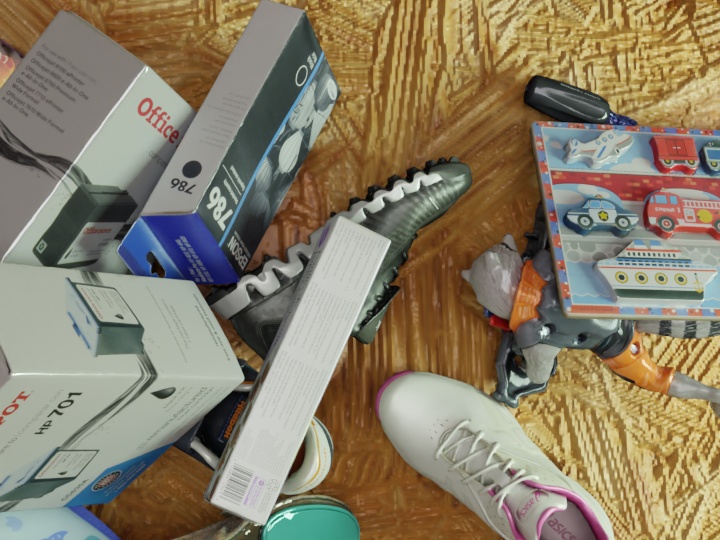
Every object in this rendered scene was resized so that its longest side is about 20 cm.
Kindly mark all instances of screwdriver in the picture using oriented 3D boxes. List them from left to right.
[{"bbox_3d":[0.209,-0.094,1.085,0.200,0.029,0.028,20,87,-3],"label":"screwdriver"}]

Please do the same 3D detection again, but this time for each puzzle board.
[{"bbox_3d":[0.220,-0.035,1.035,0.200,0.017,0.151,1,58,-13],"label":"puzzle board"}]

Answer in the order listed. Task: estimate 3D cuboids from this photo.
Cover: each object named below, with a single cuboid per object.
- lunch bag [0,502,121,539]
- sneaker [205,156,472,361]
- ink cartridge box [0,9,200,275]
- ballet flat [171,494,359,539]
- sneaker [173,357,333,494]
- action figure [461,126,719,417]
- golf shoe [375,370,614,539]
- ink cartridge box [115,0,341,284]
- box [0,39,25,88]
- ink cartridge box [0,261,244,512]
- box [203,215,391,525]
[{"bbox_3d":[-0.221,0.231,0.960,0.200,0.170,0.127,34,128,-1],"label":"lunch bag"},{"bbox_3d":[0.000,0.000,1.049,0.200,0.066,0.091,-32,94,-1],"label":"sneaker"},{"bbox_3d":[-0.190,-0.042,0.982,0.084,0.145,0.200,34,86,25],"label":"ink cartridge box"},{"bbox_3d":[-0.085,0.184,1.010,0.067,0.200,0.068,10,101,39],"label":"ballet flat"},{"bbox_3d":[-0.107,0.085,1.030,0.200,0.079,0.078,26,87,-2],"label":"sneaker"},{"bbox_3d":[0.166,0.002,1.045,0.193,0.105,0.200,8,89,-14],"label":"action figure"},{"bbox_3d":[0.097,0.137,1.039,0.200,0.092,0.075,37,87,-2],"label":"golf shoe"},{"bbox_3d":[-0.081,-0.068,0.999,0.039,0.099,0.200,20,71,23],"label":"ink cartridge box"},{"bbox_3d":[-0.290,-0.067,1.036,0.137,0.039,0.200,34,86,-3],"label":"box"},{"bbox_3d":[-0.192,0.073,0.915,0.146,0.200,0.086,-43,66,24],"label":"ink cartridge box"},{"bbox_3d":[-0.041,0.063,0.980,0.041,0.039,0.200,25,82,-10],"label":"box"}]
